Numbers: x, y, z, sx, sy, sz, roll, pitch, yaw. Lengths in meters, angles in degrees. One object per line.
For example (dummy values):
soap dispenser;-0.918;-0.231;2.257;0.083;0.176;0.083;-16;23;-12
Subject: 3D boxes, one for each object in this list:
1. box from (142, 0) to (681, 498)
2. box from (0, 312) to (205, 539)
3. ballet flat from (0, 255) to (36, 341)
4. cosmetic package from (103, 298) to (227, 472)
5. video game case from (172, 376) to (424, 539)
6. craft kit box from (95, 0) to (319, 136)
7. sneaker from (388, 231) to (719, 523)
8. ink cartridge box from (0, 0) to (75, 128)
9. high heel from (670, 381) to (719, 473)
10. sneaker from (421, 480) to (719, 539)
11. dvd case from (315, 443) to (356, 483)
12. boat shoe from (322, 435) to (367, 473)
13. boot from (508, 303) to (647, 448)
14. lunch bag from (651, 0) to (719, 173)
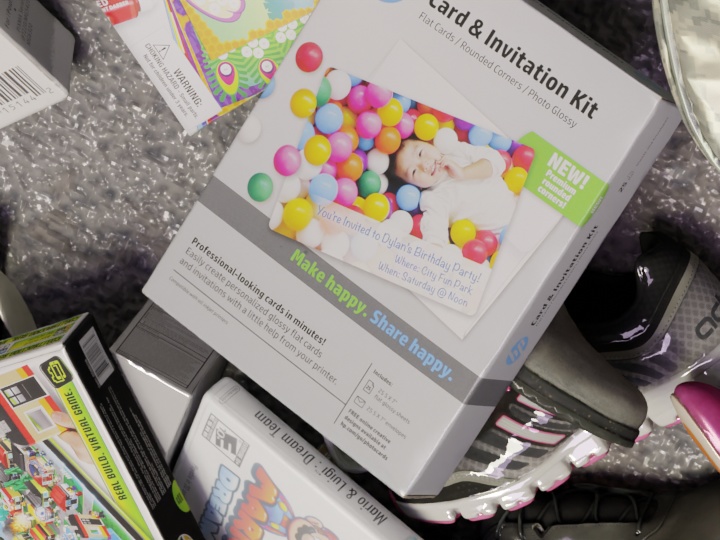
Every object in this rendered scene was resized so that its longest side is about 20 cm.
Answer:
box;0.021;-0.029;1.236;0.156;0.041;0.201;37;101;21
box;-0.134;0.126;1.391;0.110;0.035;0.201;-18;108;27
ballet flat;-0.186;0.064;1.453;0.073;0.073;0.201;-1;113;19
cosmetic package;-0.123;0.107;1.446;0.050;0.083;0.201;28;121;5
video game case;-0.028;0.170;1.423;0.182;0.024;0.200;39;138;13
craft kit box;-0.052;-0.189;1.293;0.197;0.049;0.200;-30;104;25
sneaker;0.088;0.045;1.351;0.199;0.074;0.088;-29;105;23
ink cartridge box;-0.263;-0.107;1.358;0.199;0.045;0.176;-22;137;26
high heel;0.230;0.090;1.312;0.200;0.067;0.096;41;97;-17
sneaker;0.105;0.136;1.393;0.199;0.076;0.091;-27;102;27
dvd case;0.001;0.191;1.443;0.200;0.016;0.149;52;139;-3
boat shoe;0.000;0.000;1.358;0.073;0.067;0.201;-4;115;20
boot;0.074;-0.027;1.279;0.200;0.068;0.131;40;92;13
lunch bag;0.189;-0.133;1.155;0.139;0.200;0.169;11;116;15
